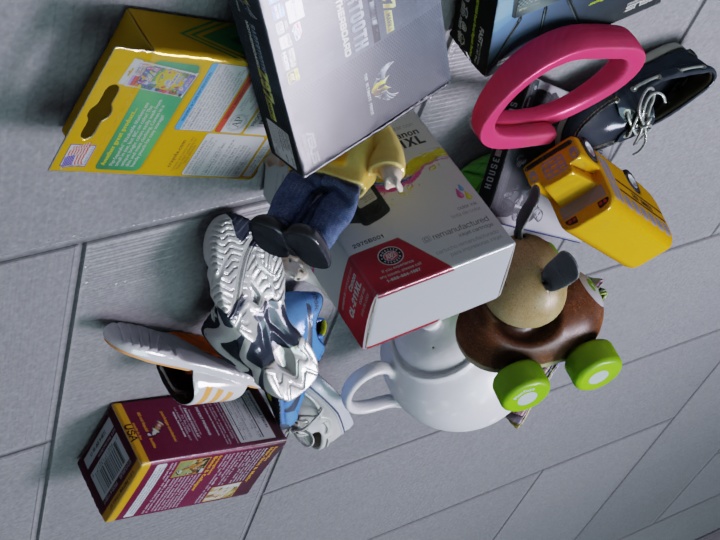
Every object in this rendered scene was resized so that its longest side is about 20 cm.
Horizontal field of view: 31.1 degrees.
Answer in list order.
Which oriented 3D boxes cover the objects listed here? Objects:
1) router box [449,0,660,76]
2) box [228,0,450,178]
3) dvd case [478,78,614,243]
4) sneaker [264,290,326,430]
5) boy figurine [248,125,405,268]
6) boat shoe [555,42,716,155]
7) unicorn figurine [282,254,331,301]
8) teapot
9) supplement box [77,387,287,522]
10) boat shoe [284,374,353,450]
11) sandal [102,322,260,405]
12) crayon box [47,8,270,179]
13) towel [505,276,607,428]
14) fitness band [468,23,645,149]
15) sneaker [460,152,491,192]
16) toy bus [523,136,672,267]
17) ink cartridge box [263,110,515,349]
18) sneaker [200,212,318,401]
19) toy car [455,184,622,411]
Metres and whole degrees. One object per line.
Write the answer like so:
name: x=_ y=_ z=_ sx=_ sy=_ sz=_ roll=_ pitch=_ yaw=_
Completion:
router box: x=0.181 y=-0.268 z=1.115 sx=0.200 sy=0.062 sz=0.150 roll=-24 pitch=153 yaw=-15
box: x=-0.013 y=-0.189 z=0.984 sx=0.158 sy=0.051 sz=0.200 roll=-35 pitch=141 yaw=-20
dvd case: x=0.200 y=-0.113 z=1.352 sx=0.200 sy=0.025 sz=0.150 roll=9 pitch=100 yaw=-52
sneaker: x=-0.068 y=0.101 z=1.422 sx=0.078 sy=0.066 sz=0.200 roll=-17 pitch=137 yaw=-18
boy figurine: x=-0.015 y=-0.098 z=1.093 sx=0.200 sy=0.124 sz=0.064 roll=-63 pitch=156 yaw=-22
boat shoe: x=0.288 y=-0.170 z=1.347 sx=0.200 sy=0.062 sz=0.075 roll=-30 pitch=138 yaw=-26
unicorn figurine: x=0.000 y=0.000 z=1.318 sx=0.200 sy=0.137 sz=0.074 roll=-30 pitch=146 yaw=-37
teapot: x=0.098 y=0.084 z=1.476 sx=0.146 sy=0.197 sz=0.200 roll=44 pitch=58 yaw=-57
supplement box: x=-0.200 y=0.204 z=1.460 sx=0.200 sy=0.086 sz=0.110 roll=-3 pitch=140 yaw=-43
boat shoe: x=-0.067 y=0.175 z=1.559 sx=0.086 sy=0.075 sz=0.202 roll=-46 pitch=161 yaw=-12
sandal: x=-0.187 y=0.100 z=1.311 sx=0.207 sy=0.079 sz=0.059 roll=19 pitch=103 yaw=-47
crayon box: x=-0.142 y=-0.135 z=1.010 sx=0.200 sy=0.052 sz=0.126 roll=-2 pitch=140 yaw=-45
towel: x=0.217 y=0.093 z=1.556 sx=0.200 sy=0.023 sz=0.144 roll=-57 pitch=-167 yaw=-4
fitness band: x=0.180 y=-0.171 z=1.193 sx=0.200 sy=0.037 sz=0.144 roll=-12 pitch=153 yaw=-47
sneaker: x=0.110 y=-0.053 z=1.402 sx=0.200 sy=0.077 sz=0.084 roll=-52 pitch=-178 yaw=21
toy bus: x=0.246 y=-0.068 z=1.328 sx=0.065 sy=0.078 sz=0.200 roll=-31 pitch=150 yaw=24
ink cartridge box: x=0.020 y=-0.048 z=1.160 sx=0.146 sy=0.200 sz=0.083 roll=-21 pitch=148 yaw=-22
sneaker: x=-0.125 y=0.029 z=1.274 sx=0.079 sy=0.130 sz=0.199 roll=-42 pitch=121 yaw=-25
toy car: x=0.179 y=0.011 z=1.279 sx=0.158 sy=0.164 sz=0.200 roll=-15 pitch=145 yaw=-15
